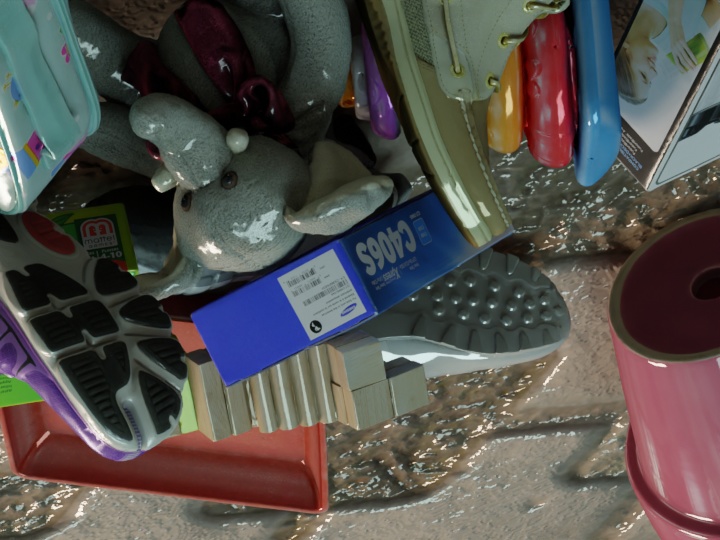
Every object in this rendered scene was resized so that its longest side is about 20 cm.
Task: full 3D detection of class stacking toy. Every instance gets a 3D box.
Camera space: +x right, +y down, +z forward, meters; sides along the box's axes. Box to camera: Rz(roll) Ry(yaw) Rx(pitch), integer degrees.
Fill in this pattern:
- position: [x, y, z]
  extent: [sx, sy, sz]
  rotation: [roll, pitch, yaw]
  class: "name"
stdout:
- position: [0.033, -0.103, 1.390]
  extent: [0.199, 0.110, 0.116]
  rotation: [-5, 163, 2]
  class: "stacking toy"

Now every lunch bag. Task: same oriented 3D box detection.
- position: [-0.198, -0.119, 1.193]
  extent: [0.077, 0.160, 0.200]
  rotation: [-55, 156, -24]
  class: "lunch bag"

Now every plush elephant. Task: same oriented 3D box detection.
- position: [-0.069, -0.066, 1.280]
  extent: [0.164, 0.155, 0.200]
  rotation: [-30, 119, 20]
  class: "plush elephant"

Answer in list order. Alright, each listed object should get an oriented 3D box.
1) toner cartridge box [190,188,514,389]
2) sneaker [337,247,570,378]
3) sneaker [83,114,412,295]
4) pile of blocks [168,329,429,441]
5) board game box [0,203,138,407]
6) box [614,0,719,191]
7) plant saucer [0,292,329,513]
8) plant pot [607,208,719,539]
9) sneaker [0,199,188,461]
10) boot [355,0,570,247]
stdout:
- position: [0.000, 0.000, 1.348]
  extent: [0.095, 0.043, 0.200]
  rotation: [-25, -178, 26]
  class: "toner cartridge box"
- position: [0.027, 0.037, 1.597]
  extent: [0.199, 0.077, 0.081]
  rotation: [-1, 146, -8]
  class: "sneaker"
- position: [-0.053, -0.046, 1.449]
  extent: [0.200, 0.075, 0.116]
  rotation: [4, 137, -45]
  class: "sneaker"
- position: [-0.063, 0.050, 1.438]
  extent: [0.199, 0.082, 0.062]
  rotation: [-6, 110, 10]
  class: "pile of blocks"
- position: [-0.216, 0.028, 1.362]
  extent: [0.199, 0.048, 0.102]
  rotation: [-9, 143, -10]
  class: "board game box"
- position: [0.206, -0.143, 1.400]
  extent: [0.116, 0.060, 0.200]
  rotation: [-24, 153, -34]
  class: "box"
- position: [-0.116, 0.068, 1.550]
  extent: [0.199, 0.037, 0.200]
  rotation: [6, 145, 5]
  class: "plant saucer"
- position: [0.243, 0.066, 1.645]
  extent: [0.199, 0.200, 0.179]
  rotation: [-25, 130, 10]
  class: "plant pot"
- position: [-0.159, 0.026, 1.261]
  extent: [0.080, 0.200, 0.084]
  rotation: [-12, 136, -44]
  class: "sneaker"
- position: [0.082, -0.126, 1.299]
  extent: [0.154, 0.201, 0.072]
  rotation: [-19, 180, -3]
  class: "boot"
